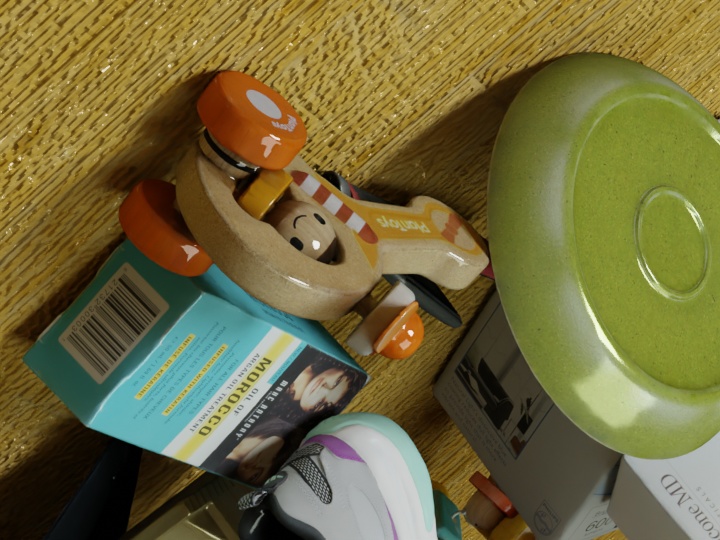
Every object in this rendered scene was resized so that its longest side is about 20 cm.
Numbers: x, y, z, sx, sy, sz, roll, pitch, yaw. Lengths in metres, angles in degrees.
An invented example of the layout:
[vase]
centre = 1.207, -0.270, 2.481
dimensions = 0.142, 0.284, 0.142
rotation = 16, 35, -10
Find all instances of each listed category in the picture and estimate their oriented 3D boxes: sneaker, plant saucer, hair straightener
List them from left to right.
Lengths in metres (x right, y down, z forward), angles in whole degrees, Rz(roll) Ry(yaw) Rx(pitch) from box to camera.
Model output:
[sneaker]
centre = 0.000, 0.180, 1.331
dimensions = 0.078, 0.200, 0.140
rotation = -27, -175, 41
[hair straightener]
centre = 0.000, 0.000, 1.343
dimensions = 0.077, 0.041, 0.200
rotation = -44, 155, 14
[plant saucer]
centre = 0.140, -0.011, 1.338
dimensions = 0.031, 0.200, 0.200
rotation = -16, 176, 44

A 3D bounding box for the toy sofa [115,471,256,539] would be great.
[toy sofa]
centre = -0.042, 0.199, 1.402
dimensions = 0.083, 0.200, 0.098
rotation = -38, 177, 23

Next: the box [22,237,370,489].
[box]
centre = -0.072, 0.045, 1.304
dimensions = 0.082, 0.049, 0.200
rotation = -48, 155, 6

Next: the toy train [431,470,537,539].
[toy train]
centre = 0.044, 0.168, 1.574
dimensions = 0.200, 0.056, 0.150
rotation = -7, -136, 51

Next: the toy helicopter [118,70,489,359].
[toy helicopter]
centre = 0.000, -0.009, 1.210
dimensions = 0.079, 0.132, 0.200
rotation = -52, 153, 21

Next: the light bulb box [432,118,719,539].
[light bulb box]
centre = 0.178, 0.028, 1.537
dimensions = 0.198, 0.125, 0.200
rotation = -16, 150, -39

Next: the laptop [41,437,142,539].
[laptop]
centre = -0.204, 0.154, 1.372
dimensions = 0.200, 0.116, 0.187
rotation = -1, 145, -12

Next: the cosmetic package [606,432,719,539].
[cosmetic package]
centre = 0.241, 0.102, 1.479
dimensions = 0.200, 0.101, 0.071
rotation = -30, 154, -19
